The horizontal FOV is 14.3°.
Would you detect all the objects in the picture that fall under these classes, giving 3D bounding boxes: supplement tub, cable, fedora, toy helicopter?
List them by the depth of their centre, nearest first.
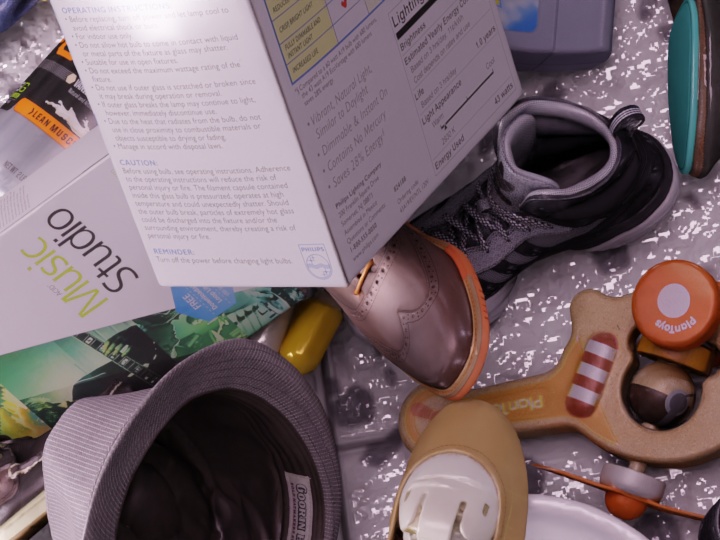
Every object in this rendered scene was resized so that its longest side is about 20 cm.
[{"bbox_3d":[-0.098,0.118,1.457,0.090,0.200,0.177,15,71,40],"label":"fedora"},{"bbox_3d":[0.117,0.077,1.523,0.199,0.079,0.133,-11,77,17],"label":"toy helicopter"},{"bbox_3d":[-0.068,0.085,1.553,0.097,0.050,0.201,6,71,17],"label":"cable"},{"bbox_3d":[-0.118,-0.089,1.589,0.122,0.123,0.200,37,80,20],"label":"supplement tub"}]

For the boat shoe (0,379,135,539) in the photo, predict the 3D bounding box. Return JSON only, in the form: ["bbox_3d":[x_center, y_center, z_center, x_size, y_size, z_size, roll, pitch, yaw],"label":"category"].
[{"bbox_3d":[-0.198,0.120,1.521,0.200,0.073,0.065,-41,89,4],"label":"boat shoe"}]

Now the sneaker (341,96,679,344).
[{"bbox_3d":[0.070,-0.032,1.535,0.199,0.114,0.076,-27,66,4],"label":"sneaker"}]

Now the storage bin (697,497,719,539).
[{"bbox_3d":[0.280,0.107,1.444,0.135,0.094,0.200,43,83,9],"label":"storage bin"}]

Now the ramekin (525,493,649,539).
[{"bbox_3d":[0.083,0.222,1.449,0.199,0.098,0.201,-3,69,8],"label":"ramekin"}]

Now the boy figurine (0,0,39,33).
[{"bbox_3d":[-0.182,-0.201,1.674,0.200,0.064,0.124,-38,68,-6],"label":"boy figurine"}]

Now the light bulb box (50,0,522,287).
[{"bbox_3d":[-0.036,-0.126,1.420,0.124,0.201,0.198,-1,31,34],"label":"light bulb box"}]

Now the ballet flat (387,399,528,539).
[{"bbox_3d":[0.039,0.151,1.397,0.068,0.063,0.201,8,70,13],"label":"ballet flat"}]

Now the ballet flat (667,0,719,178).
[{"bbox_3d":[0.195,-0.148,1.585,0.068,0.068,0.201,-5,71,-8],"label":"ballet flat"}]

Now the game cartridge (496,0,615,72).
[{"bbox_3d":[0.052,-0.182,1.587,0.199,0.040,0.134,13,73,-20],"label":"game cartridge"}]

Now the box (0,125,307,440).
[{"bbox_3d":[-0.149,0.017,1.518,0.200,0.144,0.036,-34,35,17],"label":"box"}]

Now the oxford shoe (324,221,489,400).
[{"bbox_3d":[0.000,0.000,1.495,0.200,0.073,0.072,49,119,48],"label":"oxford shoe"}]
